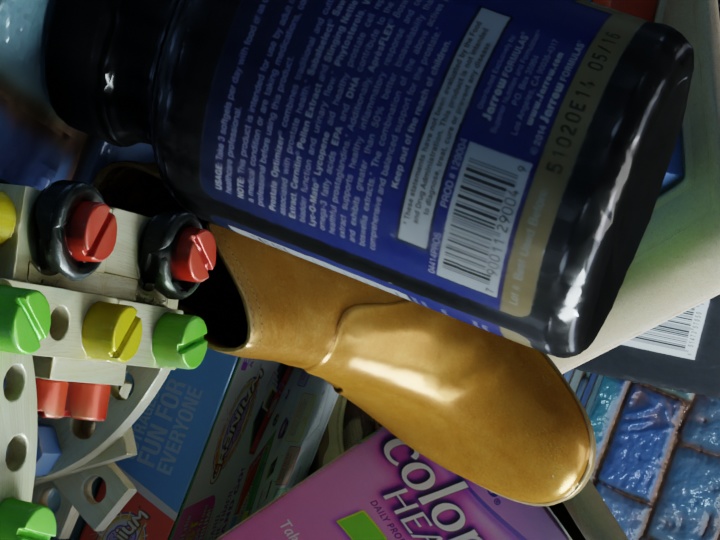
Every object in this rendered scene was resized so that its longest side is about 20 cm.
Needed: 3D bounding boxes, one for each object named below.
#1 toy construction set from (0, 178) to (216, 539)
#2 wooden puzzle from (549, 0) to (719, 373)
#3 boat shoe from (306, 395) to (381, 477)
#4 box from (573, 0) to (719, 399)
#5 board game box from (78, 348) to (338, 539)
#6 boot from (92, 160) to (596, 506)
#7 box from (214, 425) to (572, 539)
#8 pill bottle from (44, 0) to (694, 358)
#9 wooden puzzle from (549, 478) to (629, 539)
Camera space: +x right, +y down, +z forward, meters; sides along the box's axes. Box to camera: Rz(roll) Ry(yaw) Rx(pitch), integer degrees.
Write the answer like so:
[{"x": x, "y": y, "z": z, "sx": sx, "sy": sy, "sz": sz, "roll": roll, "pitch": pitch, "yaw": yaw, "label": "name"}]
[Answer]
[{"x": -0.103, "y": 0.040, "z": 0.512, "sx": 0.200, "sy": 0.091, "sz": 0.133, "roll": 27, "pitch": 70, "yaw": -80, "label": "toy construction set"}, {"x": 0.108, "y": -0.066, "z": 0.797, "sx": 0.185, "sy": 0.046, "sz": 0.202, "roll": -36, "pitch": -126, "yaw": 56, "label": "wooden puzzle"}, {"x": 0.001, "y": 0.122, "z": 0.966, "sx": 0.200, "sy": 0.071, "sz": 0.073, "roll": -85, "pitch": -164, "yaw": -74, "label": "boat shoe"}, {"x": 0.184, "y": -0.055, "z": 0.940, "sx": 0.149, "sy": 0.106, "sz": 0.201, "roll": 84, "pitch": 20, "yaw": -57, "label": "box"}, {"x": -0.066, "y": 0.089, "z": 0.815, "sx": 0.200, "sy": 0.040, "sz": 0.154, "roll": 34, "pitch": 77, "yaw": -75, "label": "board game box"}, {"x": -0.008, "y": 0.029, "z": 0.631, "sx": 0.071, "sy": 0.201, "sz": 0.144, "roll": -55, "pitch": 162, "yaw": 15, "label": "boot"}, {"x": -0.024, "y": 0.168, "z": 0.743, "sx": 0.199, "sy": 0.097, "sz": 0.176, "roll": -33, "pitch": 165, "yaw": -22, "label": "box"}, {"x": 0.001, "y": -0.056, "z": 0.546, "sx": 0.112, "sy": 0.198, "sz": 0.113, "roll": 21, "pitch": 90, "yaw": -76, "label": "pill bottle"}, {"x": 0.081, "y": 0.134, "z": 0.803, "sx": 0.037, "sy": 0.186, "sz": 0.201, "roll": -19, "pitch": 134, "yaw": -11, "label": "wooden puzzle"}]
